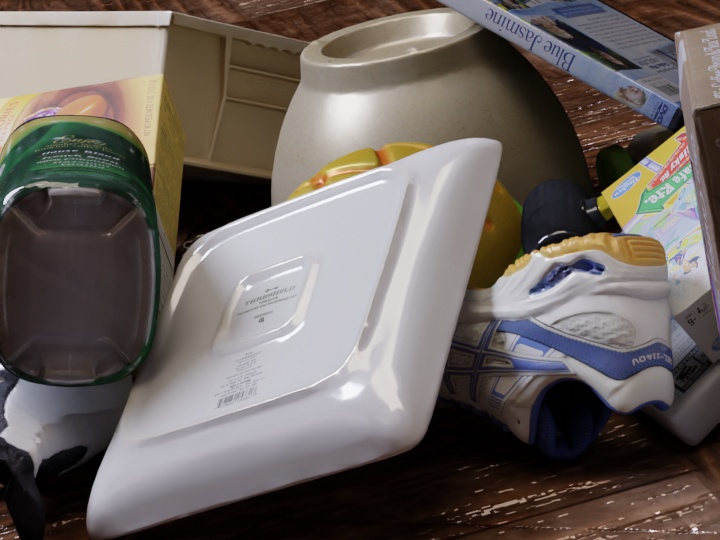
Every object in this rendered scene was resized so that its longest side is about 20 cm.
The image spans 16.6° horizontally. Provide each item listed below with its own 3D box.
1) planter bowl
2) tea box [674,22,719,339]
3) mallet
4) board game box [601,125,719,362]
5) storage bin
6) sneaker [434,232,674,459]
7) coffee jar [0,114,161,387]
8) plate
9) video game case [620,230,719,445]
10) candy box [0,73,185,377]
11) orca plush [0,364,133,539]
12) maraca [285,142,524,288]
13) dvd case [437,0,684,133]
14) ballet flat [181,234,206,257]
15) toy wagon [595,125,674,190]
[{"bbox_3d":[0.034,-0.078,1.473,0.199,0.135,0.200,-12,17,4],"label":"planter bowl"},{"bbox_3d":[0.238,-0.005,0.989,0.196,0.201,0.134,-10,18,7],"label":"tea box"},{"bbox_3d":[0.165,-0.052,1.238,0.200,0.041,0.066,-29,25,24],"label":"mallet"},{"bbox_3d":[0.214,-0.060,1.148,0.200,0.034,0.135,-40,26,10],"label":"board game box"},{"bbox_3d":[-0.120,-0.111,1.645,0.198,0.094,0.200,7,-2,-45],"label":"storage bin"},{"bbox_3d":[0.070,0.049,1.152,0.075,0.088,0.200,0,-15,-32],"label":"sneaker"},{"bbox_3d":[-0.146,-0.017,1.255,0.085,0.105,0.200,2,15,-7],"label":"coffee jar"},{"bbox_3d":[-0.037,0.025,1.169,0.199,0.032,0.200,-19,37,33],"label":"plate"},{"bbox_3d":[0.190,-0.016,1.201,0.200,0.024,0.182,-45,21,-2],"label":"video game case"},{"bbox_3d":[-0.168,-0.022,1.429,0.116,0.057,0.200,-8,43,9],"label":"candy box"},{"bbox_3d":[-0.162,0.093,1.230,0.105,0.071,0.200,30,16,-15],"label":"orca plush"},{"bbox_3d":[0.000,0.000,1.294,0.200,0.107,0.137,-29,41,-29],"label":"maraca"},{"bbox_3d":[0.128,-0.141,1.456,0.200,0.018,0.143,31,21,18],"label":"dvd case"},{"bbox_3d":[-0.074,0.019,1.386,0.067,0.047,0.200,-14,17,-5],"label":"ballet flat"},{"bbox_3d":[0.240,-0.066,1.452,0.155,0.040,0.200,-19,19,-20],"label":"toy wagon"}]
